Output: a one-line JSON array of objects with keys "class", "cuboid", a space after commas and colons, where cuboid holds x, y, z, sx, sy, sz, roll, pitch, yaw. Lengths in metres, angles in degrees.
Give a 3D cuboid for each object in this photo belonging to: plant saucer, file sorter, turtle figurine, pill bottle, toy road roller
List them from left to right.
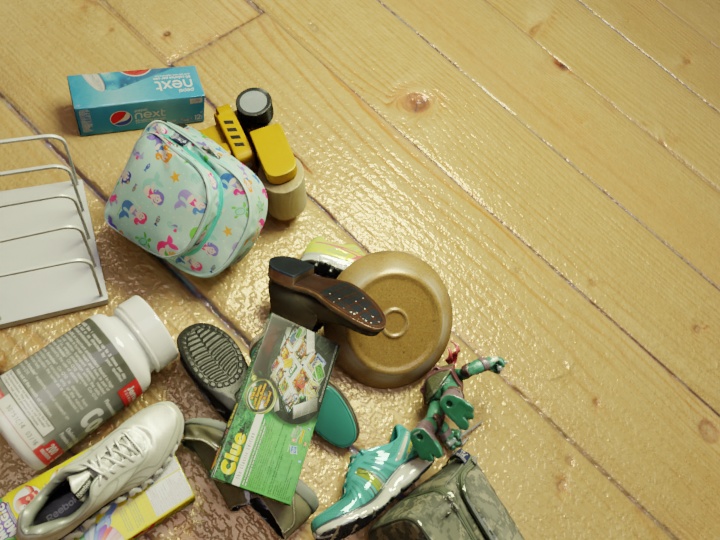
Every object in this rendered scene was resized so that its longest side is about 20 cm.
[{"class": "file sorter", "cuboid": [-0.428, -0.055, 0.736, 0.136, 0.125, 0.203, -14, 68, -22]}, {"class": "pill bottle", "cuboid": [-0.328, 0.127, 0.678, 0.114, 0.114, 0.199, 46, 60, 10]}, {"class": "toy road roller", "cuboid": [-0.179, -0.167, 0.879, 0.144, 0.123, 0.202, -23, 68, -12]}, {"class": "plant saucer", "cuboid": [0.045, 0.074, 0.809, 0.196, 0.035, 0.205, -1, 94, -11]}, {"class": "turtle figurine", "cuboid": [0.131, 0.181, 0.792, 0.099, 0.152, 0.200, 24, 16, 16]}]

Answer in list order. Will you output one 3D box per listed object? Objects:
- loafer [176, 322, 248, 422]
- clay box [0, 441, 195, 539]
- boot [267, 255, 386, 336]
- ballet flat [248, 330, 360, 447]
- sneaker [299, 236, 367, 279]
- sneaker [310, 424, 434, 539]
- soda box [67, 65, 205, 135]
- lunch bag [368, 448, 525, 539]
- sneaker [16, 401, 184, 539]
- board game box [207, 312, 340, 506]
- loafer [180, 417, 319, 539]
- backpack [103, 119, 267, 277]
[{"class": "loafer", "cuboid": [-0.174, 0.157, 0.733, 0.072, 0.072, 0.200, -28, 70, -40]}, {"class": "clay box", "cuboid": [-0.306, 0.270, 0.648, 0.198, 0.048, 0.116, -27, 73, -27]}, {"class": "boot", "cuboid": [-0.052, 0.062, 0.773, 0.198, 0.099, 0.074, 29, 30, 30]}, {"class": "ballet flat", "cuboid": [-0.069, 0.152, 0.765, 0.068, 0.067, 0.201, -36, 104, 9]}, {"class": "sneaker", "cuboid": [0.000, 0.000, 0.871, 0.197, 0.079, 0.091, 24, 38, -16]}, {"class": "sneaker", "cuboid": [0.008, 0.277, 0.735, 0.198, 0.078, 0.080, -27, 64, -37]}, {"class": "soda box", "cuboid": [-0.357, -0.276, 0.909, 0.197, 0.064, 0.069, -14, 68, -24]}, {"class": "lunch bag", "cuboid": [0.129, 0.348, 0.696, 0.166, 0.140, 0.202, -20, 70, -42]}, {"class": "sneaker", "cuboid": [-0.275, 0.218, 0.611, 0.075, 0.081, 0.200, 41, 57, 10]}, {"class": "board game box", "cuboid": [-0.099, 0.165, 0.685, 0.104, 0.023, 0.203, 29, 63, -22]}, {"class": "loafer", "cuboid": [-0.144, 0.255, 0.690, 0.198, 0.075, 0.070, 34, 54, 2]}, {"class": "backpack", "cuboid": [-0.236, -0.092, 0.783, 0.198, 0.179, 0.151, 34, 14, -3]}]
